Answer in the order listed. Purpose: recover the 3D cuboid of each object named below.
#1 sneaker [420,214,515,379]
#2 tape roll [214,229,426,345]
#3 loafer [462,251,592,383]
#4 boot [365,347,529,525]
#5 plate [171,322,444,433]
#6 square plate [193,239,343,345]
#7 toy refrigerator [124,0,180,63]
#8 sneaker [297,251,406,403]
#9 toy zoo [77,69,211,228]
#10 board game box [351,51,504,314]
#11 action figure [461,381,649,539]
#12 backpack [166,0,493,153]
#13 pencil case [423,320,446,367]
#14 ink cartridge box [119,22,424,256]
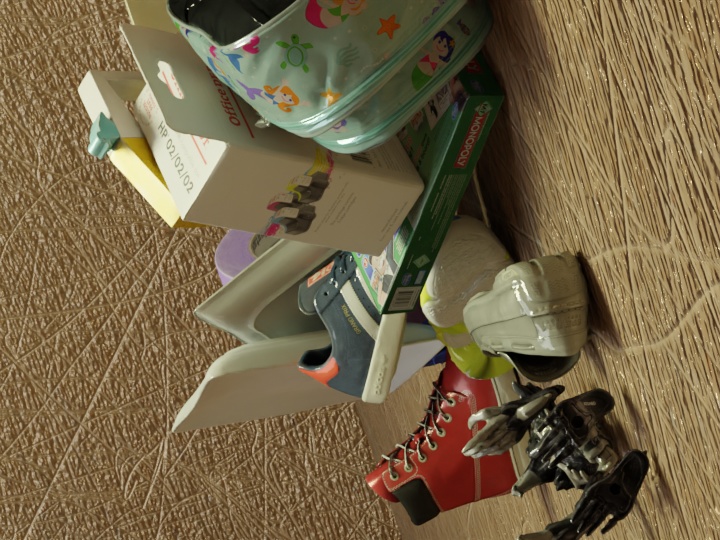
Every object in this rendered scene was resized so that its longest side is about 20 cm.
[{"bbox_3d":[0.070,-0.001,1.550,0.200,0.075,0.105,75,173,-56],"label":"sneaker"},{"bbox_3d":[-0.022,-0.005,1.816,0.200,0.199,0.085,-122,11,-64],"label":"tape roll"},{"bbox_3d":[0.109,0.040,1.337,0.200,0.070,0.070,103,154,-80],"label":"loafer"},{"bbox_3d":[0.063,0.124,1.746,0.072,0.144,0.201,-116,8,-60],"label":"boot"},{"bbox_3d":[-0.046,0.082,1.673,0.200,0.199,0.032,130,129,-69],"label":"plate"},{"bbox_3d":[-0.019,0.001,1.621,0.028,0.200,0.198,54,-176,18],"label":"square plate"},{"bbox_3d":[-0.063,-0.190,1.479,0.070,0.199,0.076,87,162,-75],"label":"toy refrigerator"},{"bbox_3d":[0.000,0.000,1.523,0.075,0.084,0.201,-66,-11,-72],"label":"sneaker"},{"bbox_3d":[-0.104,-0.084,1.394,0.131,0.199,0.020,53,125,25],"label":"toy zoo"},{"bbox_3d":[0.030,-0.088,1.402,0.200,0.029,0.135,112,145,-42],"label":"board game box"},{"bbox_3d":[0.125,0.130,1.362,0.119,0.102,0.200,57,173,4],"label":"action figure"},{"bbox_3d":[-0.011,-0.162,1.227,0.151,0.177,0.200,47,177,-18],"label":"backpack"},{"bbox_3d":[0.044,0.026,1.921,0.087,0.078,0.200,59,179,-22],"label":"pencil case"},{"bbox_3d":[-0.070,-0.084,1.339,0.068,0.199,0.115,-56,42,29],"label":"ink cartridge box"}]
